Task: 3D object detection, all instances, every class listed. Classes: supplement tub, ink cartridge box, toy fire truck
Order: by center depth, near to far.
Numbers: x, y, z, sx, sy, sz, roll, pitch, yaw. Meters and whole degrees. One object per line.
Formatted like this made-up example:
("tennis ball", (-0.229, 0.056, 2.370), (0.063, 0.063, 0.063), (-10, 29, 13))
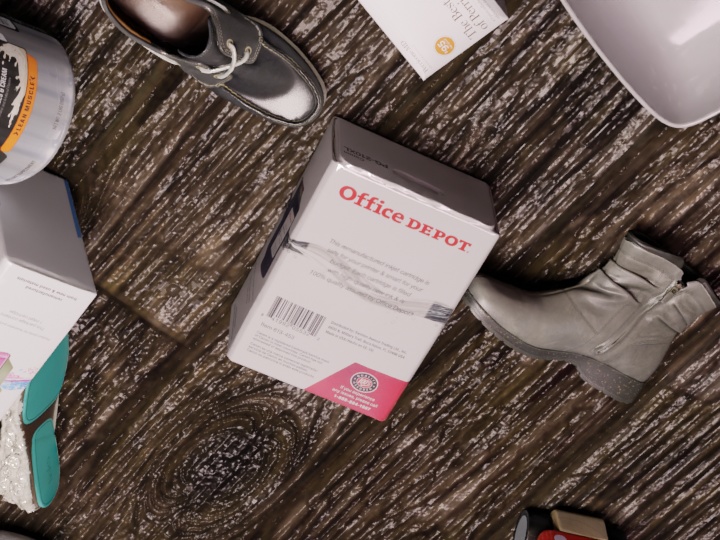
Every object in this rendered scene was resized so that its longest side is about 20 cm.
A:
("supplement tub", (-0.309, -0.138, 1.263), (0.123, 0.123, 0.200), (-44, 148, 22))
("ink cartridge box", (-0.301, 0.029, 1.390), (0.084, 0.145, 0.200), (24, 119, -36))
("ink cartridge box", (0.000, 0.000, 1.420), (0.144, 0.084, 0.201), (23, 118, -14))
("toy fire truck", (0.156, 0.327, 1.548), (0.128, 0.200, 0.177), (13, 120, -9))

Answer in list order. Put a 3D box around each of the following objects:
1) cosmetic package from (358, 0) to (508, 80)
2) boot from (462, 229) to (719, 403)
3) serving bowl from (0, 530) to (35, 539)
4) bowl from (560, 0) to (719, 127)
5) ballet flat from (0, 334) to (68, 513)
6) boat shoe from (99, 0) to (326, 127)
("cosmetic package", (0.017, -0.240, 1.299), (0.082, 0.051, 0.200), (-34, 115, 18))
("boot", (0.186, 0.015, 1.453), (0.199, 0.068, 0.131), (26, 112, -24))
("serving bowl", (-0.329, 0.305, 1.603), (0.199, 0.066, 0.201), (0, 121, -1))
("bowl", (0.249, -0.230, 1.298), (0.200, 0.075, 0.200), (-34, 116, 18))
("ballet flat", (-0.287, 0.116, 1.496), (0.071, 0.072, 0.201), (6, 120, -5))
("boat shoe", (-0.111, -0.164, 1.333), (0.200, 0.068, 0.072), (35, 112, -21))
